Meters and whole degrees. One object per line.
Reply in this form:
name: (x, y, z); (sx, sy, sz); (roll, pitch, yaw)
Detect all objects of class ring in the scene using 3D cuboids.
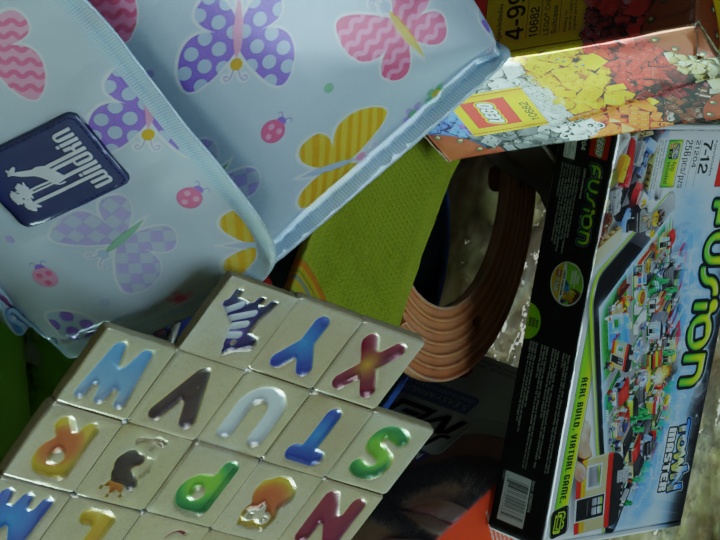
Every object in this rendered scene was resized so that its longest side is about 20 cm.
ring: (0.034, -0.049, 1.301); (0.200, 0.019, 0.202); (-10, 102, -63)

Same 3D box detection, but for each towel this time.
towel: (0.000, 0.000, 1.199); (0.086, 0.018, 0.201); (60, 41, -47)

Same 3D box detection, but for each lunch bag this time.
lunch bag: (-0.076, -0.082, 0.980); (0.200, 0.127, 0.170); (-39, 121, -6)

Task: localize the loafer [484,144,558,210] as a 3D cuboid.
loafer: (0.112, -0.069, 1.353); (0.200, 0.071, 0.073); (42, 54, -57)

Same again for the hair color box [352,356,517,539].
hair color box: (0.014, 0.121, 1.349); (0.200, 0.111, 0.064); (-41, 133, -32)

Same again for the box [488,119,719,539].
box: (0.123, 0.025, 1.320); (0.110, 0.035, 0.201); (-4, 108, -46)

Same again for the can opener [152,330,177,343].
can opener: (-0.094, 0.012, 1.170); (0.199, 0.063, 0.079); (25, 97, -32)

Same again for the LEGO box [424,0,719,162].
LEGO box: (0.099, -0.160, 1.233); (0.077, 0.148, 0.201); (46, 44, -50)

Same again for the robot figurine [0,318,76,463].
robot figurine: (-0.181, 0.046, 1.046); (0.175, 0.116, 0.201); (-4, 87, -14)

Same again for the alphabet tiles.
alphabet tiles: (-0.067, 0.089, 1.018); (0.166, 0.006, 0.200); (20, 114, -44)

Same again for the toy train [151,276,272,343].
toy train: (-0.047, -0.016, 1.111); (0.084, 0.116, 0.201); (29, 44, -32)

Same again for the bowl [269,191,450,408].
bowl: (-0.031, 0.004, 1.299); (0.200, 0.039, 0.202); (-26, 125, -42)
